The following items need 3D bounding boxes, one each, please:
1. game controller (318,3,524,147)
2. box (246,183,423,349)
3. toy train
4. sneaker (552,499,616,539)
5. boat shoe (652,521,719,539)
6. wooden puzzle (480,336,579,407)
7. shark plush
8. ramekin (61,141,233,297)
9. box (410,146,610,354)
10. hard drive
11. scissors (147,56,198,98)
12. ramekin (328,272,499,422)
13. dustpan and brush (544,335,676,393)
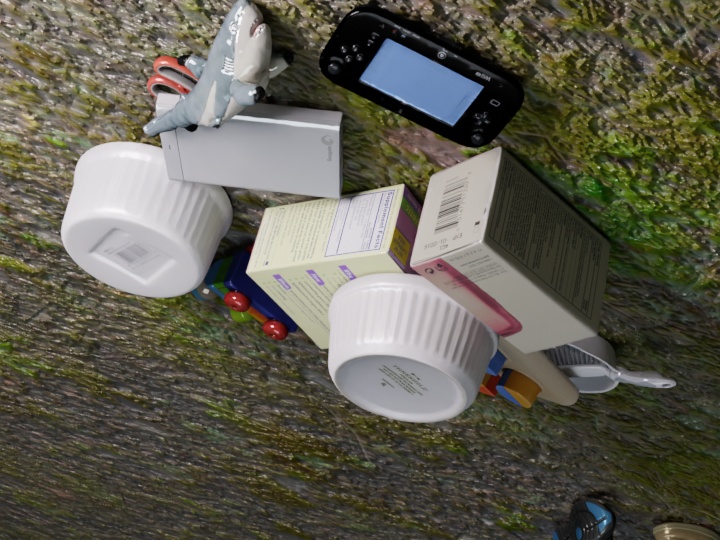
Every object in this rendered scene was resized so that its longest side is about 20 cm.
[{"bbox_3d":[0.061,-0.190,1.328,0.199,0.042,0.104,24,147,-15],"label":"game controller"},{"bbox_3d":[0.000,0.000,1.596,0.199,0.097,0.176,-7,142,33],"label":"box"},{"bbox_3d":[-0.121,0.051,1.746,0.115,0.085,0.200,-6,144,47],"label":"toy train"},{"bbox_3d":[0.367,0.408,2.120,0.081,0.074,0.200,2,156,-11],"label":"sneaker"},{"bbox_3d":[0.540,0.449,2.102,0.199,0.063,0.073,26,147,-16],"label":"boat shoe"},{"bbox_3d":[0.154,0.114,1.711,0.199,0.047,0.185,9,152,46],"label":"wooden puzzle"},{"bbox_3d":[-0.151,-0.198,1.383,0.083,0.091,0.199,47,140,-14],"label":"shark plush"},{"bbox_3d":[-0.260,-0.053,1.619,0.199,0.098,0.201,10,148,6],"label":"ramekin"},{"bbox_3d":[0.166,-0.018,1.470,0.108,0.129,0.200,-20,134,43],"label":"box"},{"bbox_3d":[-0.119,-0.135,1.483,0.198,0.027,0.132,6,147,3],"label":"hard drive"},{"bbox_3d":[-0.143,-0.170,1.468,0.199,0.014,0.073,29,146,-20],"label":"scissors"},{"bbox_3d":[0.053,0.096,1.541,0.200,0.095,0.203,11,148,7],"label":"ramekin"},{"bbox_3d":[0.298,0.120,1.692,0.198,0.058,0.140,-2,145,25],"label":"dustpan and brush"}]
